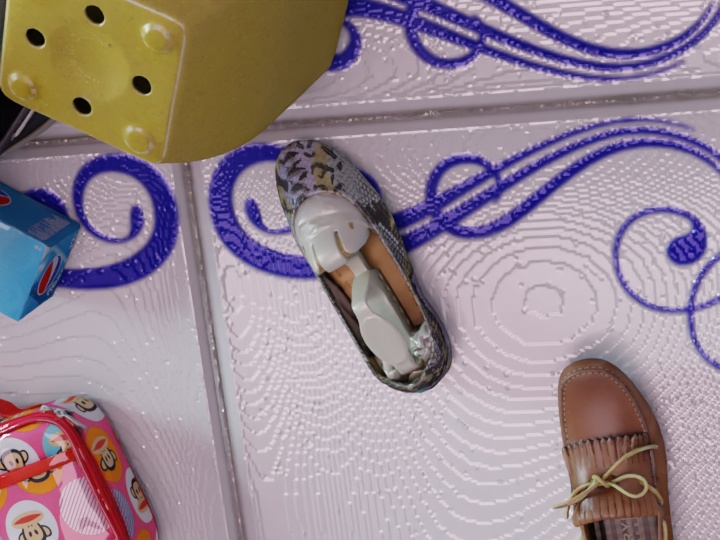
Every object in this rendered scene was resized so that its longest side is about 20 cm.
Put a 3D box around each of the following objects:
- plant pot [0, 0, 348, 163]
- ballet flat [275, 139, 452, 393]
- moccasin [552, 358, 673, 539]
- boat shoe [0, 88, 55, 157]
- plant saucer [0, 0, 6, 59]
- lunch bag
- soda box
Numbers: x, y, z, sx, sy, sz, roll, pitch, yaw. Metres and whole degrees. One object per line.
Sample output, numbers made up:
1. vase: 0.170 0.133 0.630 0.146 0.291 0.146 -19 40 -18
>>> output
1. plant pot: -0.124 -0.180 1.160 0.195 0.200 0.194 24 135 7
2. ballet flat: 0.000 0.000 1.285 0.072 0.072 0.200 -28 97 21
3. moccasin: 0.175 0.159 1.282 0.074 0.078 0.201 -4 106 16
4. boat shoe: -0.292 -0.084 1.292 0.200 0.063 0.073 -41 82 -10
5. plant saucer: -0.253 -0.181 1.243 0.039 0.201 0.201 16 112 -17
6. lunch bag: -0.270 0.178 1.410 0.200 0.082 0.176 -22 96 18
7. soda box: -0.314 -0.043 1.359 0.200 0.064 0.068 27 111 6
